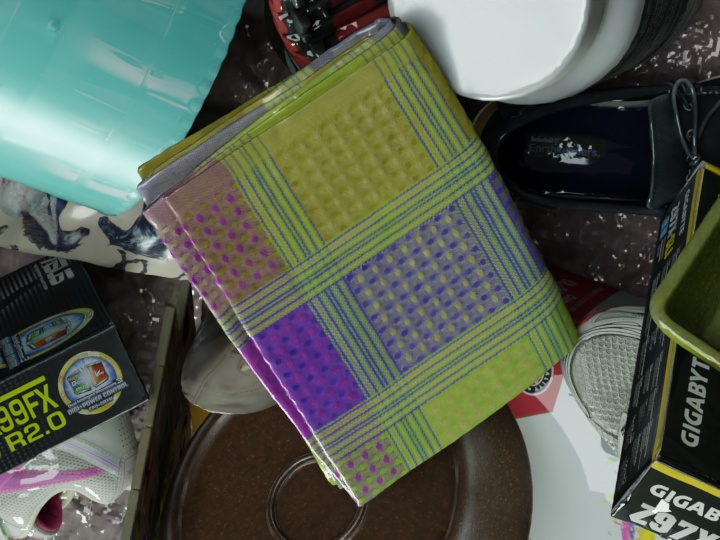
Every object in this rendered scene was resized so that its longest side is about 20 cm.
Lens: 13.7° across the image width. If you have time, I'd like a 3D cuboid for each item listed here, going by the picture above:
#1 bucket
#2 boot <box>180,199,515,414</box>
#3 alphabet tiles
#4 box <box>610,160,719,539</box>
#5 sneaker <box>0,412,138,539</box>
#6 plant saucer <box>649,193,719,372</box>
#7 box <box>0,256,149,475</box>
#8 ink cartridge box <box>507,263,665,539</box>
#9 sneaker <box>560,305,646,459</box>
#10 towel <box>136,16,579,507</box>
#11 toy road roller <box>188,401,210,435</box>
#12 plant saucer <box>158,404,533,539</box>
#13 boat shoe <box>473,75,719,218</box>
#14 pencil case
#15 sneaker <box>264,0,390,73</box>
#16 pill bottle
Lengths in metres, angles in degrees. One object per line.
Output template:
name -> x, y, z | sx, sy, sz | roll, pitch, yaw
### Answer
bucket -> -0.142, -0.133, 1.414 | 0.134, 0.207, 0.208 | 23, 110, -18
boot -> 0.000, 0.000, 1.443 | 0.186, 0.200, 0.064 | -31, 96, 4
alphabet tiles -> -0.101, 0.114, 1.511 | 0.006, 0.167, 0.201 | 7, 61, 4
box -> 0.205, 0.059, 1.364 | 0.159, 0.200, 0.049 | 26, 133, -9
sneaker -> -0.204, 0.110, 1.615 | 0.200, 0.081, 0.088 | -18, 97, 26
plant saucer -> 0.247, 0.014, 1.332 | 0.200, 0.200, 0.048 | 34, 150, 3
box -> -0.198, 0.058, 1.512 | 0.160, 0.200, 0.044 | -27, 106, -4
ink cartridge box -> 0.149, 0.100, 1.485 | 0.199, 0.083, 0.146 | 19, 105, 16
sneaker -> 0.171, 0.094, 1.388 | 0.200, 0.082, 0.078 | 44, 109, 9
towel -> 0.003, -0.005, 1.340 | 0.143, 0.023, 0.200 | -35, 119, -4
toy road roller -> -0.027, 0.135, 1.521 | 0.122, 0.146, 0.201 | -6, 98, 20
plant saucer -> -0.015, 0.116, 1.447 | 0.200, 0.034, 0.201 | -11, 61, 21
boat shoe -> 0.152, -0.058, 1.453 | 0.199, 0.062, 0.075 | 0, 100, 3
pencil case -> -0.163, -0.050, 1.531 | 0.199, 0.078, 0.090 | 12, 141, -12
sneaker -> -0.014, -0.134, 1.438 | 0.071, 0.201, 0.098 | -28, 55, -5
pill bottle -> 0.088, -0.138, 1.400 | 0.113, 0.200, 0.114 | 4, 102, 19
